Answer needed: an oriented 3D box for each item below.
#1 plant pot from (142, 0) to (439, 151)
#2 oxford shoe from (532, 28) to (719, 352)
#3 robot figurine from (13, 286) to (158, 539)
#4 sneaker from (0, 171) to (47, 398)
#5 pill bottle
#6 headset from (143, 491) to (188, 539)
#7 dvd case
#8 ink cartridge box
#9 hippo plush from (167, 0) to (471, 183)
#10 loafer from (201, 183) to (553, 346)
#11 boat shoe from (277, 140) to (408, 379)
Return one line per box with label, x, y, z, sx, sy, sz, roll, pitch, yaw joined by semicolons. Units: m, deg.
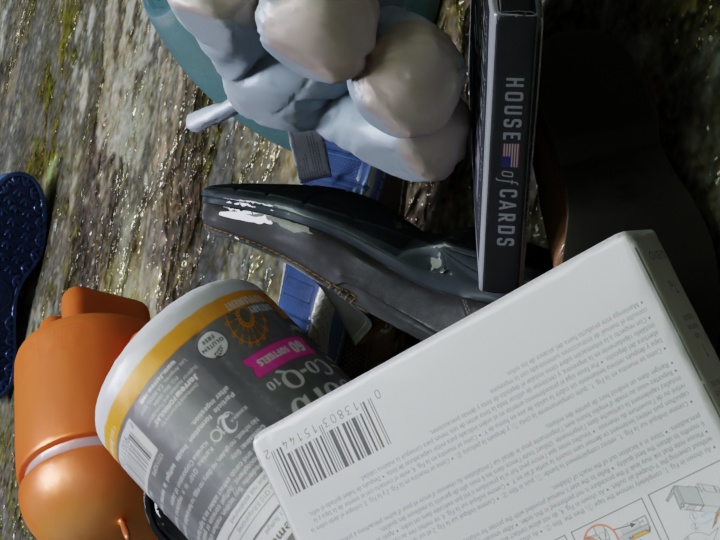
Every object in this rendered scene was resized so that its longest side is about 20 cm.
plant pot;-0.056;-0.182;1.114;0.200;0.134;0.202;-33;50;50
oxford shoe;0.118;-0.009;0.828;0.071;0.071;0.202;94;170;-61
robot figurine;-0.176;0.111;1.216;0.143;0.117;0.201;-17;54;11
sneaker;-0.327;0.012;1.565;0.078;0.070;0.202;7;85;54
pill bottle;-0.031;0.108;0.894;0.200;0.116;0.117;43;119;21
headset;-0.056;0.128;1.014;0.094;0.123;0.200;-51;48;4
dvd case;0.067;-0.110;0.864;0.201;0.024;0.151;-87;-2;-51
ink cartridge box;0.072;0.106;0.759;0.199;0.045;0.177;-30;79;24
hippo plush;0.006;-0.143;0.894;0.162;0.158;0.200;-63;-9;-15
loafer;0.004;0.005;0.909;0.198;0.073;0.073;18;105;22
boat shoe;0.000;0.000;0.999;0.072;0.072;0.202;30;105;59
